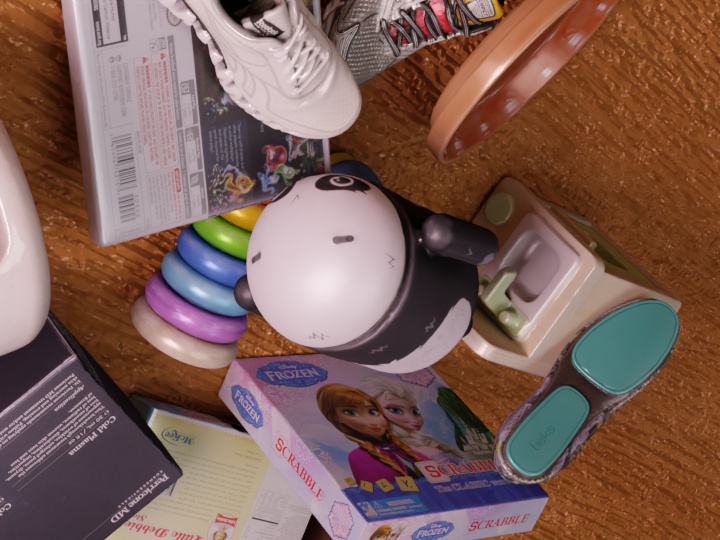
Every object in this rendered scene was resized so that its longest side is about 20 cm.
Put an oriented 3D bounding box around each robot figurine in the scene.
[{"bbox_3d":[0.005,0.002,1.282,0.150,0.125,0.200,-54,148,9],"label":"robot figurine"}]

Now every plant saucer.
[{"bbox_3d":[0.121,-0.161,1.362,0.200,0.032,0.200,-43,172,-7],"label":"plant saucer"}]

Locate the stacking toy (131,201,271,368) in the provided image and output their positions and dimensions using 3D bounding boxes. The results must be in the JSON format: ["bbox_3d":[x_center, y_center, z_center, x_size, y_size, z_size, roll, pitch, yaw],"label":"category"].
[{"bbox_3d":[-0.087,-0.031,1.322,0.085,0.085,0.200,11,113,-47],"label":"stacking toy"}]

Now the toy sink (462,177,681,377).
[{"bbox_3d":[0.152,0.008,1.529,0.200,0.130,0.112,18,112,-48],"label":"toy sink"}]

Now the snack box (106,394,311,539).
[{"bbox_3d":[-0.121,0.179,1.477,0.200,0.037,0.116,21,92,-42],"label":"snack box"}]

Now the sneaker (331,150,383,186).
[{"bbox_3d":[0.000,0.000,1.428,0.066,0.078,0.200,-30,142,-20],"label":"sneaker"}]

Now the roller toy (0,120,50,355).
[{"bbox_3d":[-0.277,-0.024,1.070,0.140,0.182,0.200,-21,137,-25],"label":"roller toy"}]

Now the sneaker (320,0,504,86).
[{"bbox_3d":[0.052,-0.195,1.277,0.200,0.082,0.078,-41,142,-10],"label":"sneaker"}]

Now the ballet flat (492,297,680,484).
[{"bbox_3d":[0.177,0.098,1.481,0.200,0.072,0.072,-43,144,-19],"label":"ballet flat"}]

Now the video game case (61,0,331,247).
[{"bbox_3d":[-0.105,-0.131,1.207,0.182,0.023,0.200,-17,116,-30],"label":"video game case"}]

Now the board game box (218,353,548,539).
[{"bbox_3d":[0.019,0.141,1.476,0.200,0.200,0.041,-1,126,-42],"label":"board game box"}]

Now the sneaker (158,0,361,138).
[{"bbox_3d":[-0.059,-0.148,1.169,0.075,0.081,0.200,-53,130,-10],"label":"sneaker"}]

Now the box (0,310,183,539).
[{"bbox_3d":[-0.260,0.136,1.299,0.200,0.104,0.182,-39,141,-6],"label":"box"}]

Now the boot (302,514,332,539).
[{"bbox_3d":[-0.111,0.216,1.565,0.188,0.068,0.200,-29,129,-14],"label":"boot"}]
